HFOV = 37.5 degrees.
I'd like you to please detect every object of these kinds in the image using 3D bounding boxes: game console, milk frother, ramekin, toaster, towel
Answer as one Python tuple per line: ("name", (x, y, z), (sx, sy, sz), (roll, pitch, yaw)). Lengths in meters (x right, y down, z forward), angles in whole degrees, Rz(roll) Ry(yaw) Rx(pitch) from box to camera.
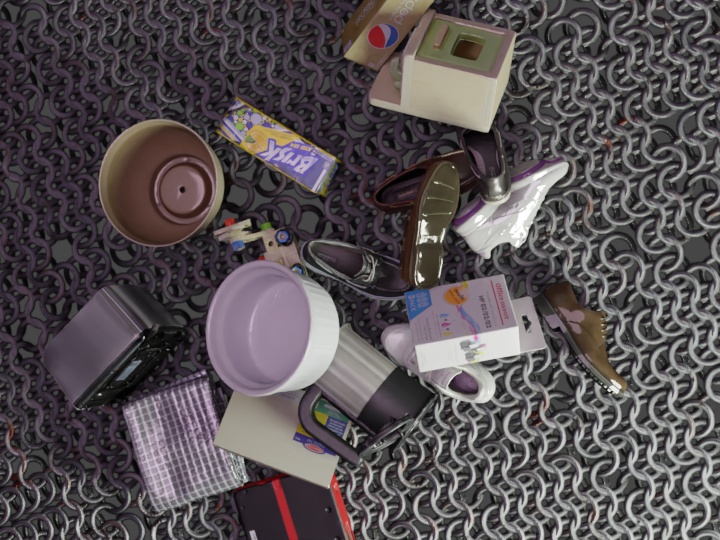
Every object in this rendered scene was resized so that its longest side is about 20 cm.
("game console", (-0.102, 0.430, 1.737), (0.176, 0.031, 0.201), (-19, 85, 15))
("milk frother", (0.002, 0.189, 1.620), (0.188, 0.200, 0.181), (37, 66, 9))
("ramekin", (-0.128, 0.090, 1.605), (0.199, 0.098, 0.202), (-6, 79, 31))
("toaster", (-0.391, 0.119, 1.719), (0.200, 0.181, 0.119), (-46, 80, 8))
("towel", (-0.290, 0.280, 1.745), (0.165, 0.086, 0.201), (-20, 85, 9))

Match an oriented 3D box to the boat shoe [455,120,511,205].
("boat shoe", (0.189, -0.190, 1.626), (0.066, 0.057, 0.201), (-14, 52, 2))

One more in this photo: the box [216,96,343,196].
("box", (-0.131, -0.201, 1.732), (0.199, 0.064, 0.070), (32, 95, 11))

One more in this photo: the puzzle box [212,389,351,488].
("puzzle box", (-0.121, 0.254, 1.701), (0.199, 0.025, 0.134), (21, 70, 1))

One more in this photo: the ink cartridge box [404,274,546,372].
("ink cartridge box", (0.175, 0.076, 1.625), (0.199, 0.068, 0.116), (-11, 45, 1))

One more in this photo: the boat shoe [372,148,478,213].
("boat shoe", (0.113, -0.141, 1.681), (0.199, 0.070, 0.071), (-25, 81, 8))

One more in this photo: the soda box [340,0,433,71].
("soda box", (0.050, -0.407, 1.642), (0.200, 0.067, 0.064), (-46, 38, 40))

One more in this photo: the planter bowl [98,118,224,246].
("planter bowl", (-0.307, -0.137, 1.730), (0.199, 0.135, 0.202), (0, 90, 11))

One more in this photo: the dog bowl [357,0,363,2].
("dog bowl", (0.028, -0.532, 1.699), (0.199, 0.079, 0.202), (0, 89, 11))

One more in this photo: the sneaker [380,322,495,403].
("sneaker", (0.120, 0.141, 1.659), (0.199, 0.100, 0.075), (28, 97, 12))

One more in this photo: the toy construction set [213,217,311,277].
("toy construction set", (-0.155, 0.000, 1.726), (0.130, 0.092, 0.201), (-22, 96, 10))

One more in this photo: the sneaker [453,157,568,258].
("sneaker", (0.245, -0.099, 1.657), (0.200, 0.075, 0.100), (-36, 105, 7))

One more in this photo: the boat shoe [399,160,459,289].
("boat shoe", (0.096, -0.075, 1.639), (0.072, 0.068, 0.201), (10, 97, -32))

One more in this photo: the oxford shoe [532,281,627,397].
("oxford shoe", (0.354, 0.103, 1.628), (0.084, 0.073, 0.200), (-35, 84, 4))

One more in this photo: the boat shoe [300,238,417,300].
("boat shoe", (0.000, 0.000, 1.681), (0.199, 0.071, 0.073), (15, 84, -6))

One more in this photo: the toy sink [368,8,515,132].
("toy sink", (0.124, -0.315, 1.632), (0.199, 0.112, 0.131), (16, 49, 12))
